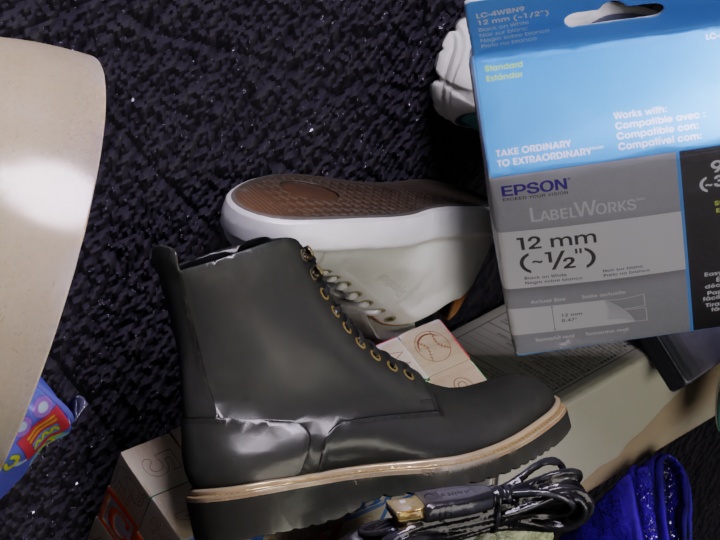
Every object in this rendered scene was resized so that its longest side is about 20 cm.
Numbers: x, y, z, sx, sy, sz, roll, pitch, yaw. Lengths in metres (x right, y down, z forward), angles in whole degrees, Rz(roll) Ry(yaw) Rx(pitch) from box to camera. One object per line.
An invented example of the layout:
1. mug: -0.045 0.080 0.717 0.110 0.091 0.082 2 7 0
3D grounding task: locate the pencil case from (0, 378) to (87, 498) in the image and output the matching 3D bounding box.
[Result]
1. pencil case: -0.209 0.112 1.174 0.200 0.078 0.087 -53 171 -13

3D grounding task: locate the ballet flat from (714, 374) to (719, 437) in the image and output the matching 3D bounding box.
1. ballet flat: 0.243 0.024 1.467 0.069 0.069 0.200 -32 146 -34

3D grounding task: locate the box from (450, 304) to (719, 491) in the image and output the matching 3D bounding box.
1. box: 0.108 0.068 1.515 0.200 0.095 0.078 -25 132 -37

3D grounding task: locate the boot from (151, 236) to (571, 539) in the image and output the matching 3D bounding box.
1. boot: 0.003 0.038 1.272 0.200 0.077 0.138 -13 94 -34

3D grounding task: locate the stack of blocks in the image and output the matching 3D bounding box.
1. stack of blocks: -0.036 0.111 1.363 0.200 0.059 0.115 -21 151 -33

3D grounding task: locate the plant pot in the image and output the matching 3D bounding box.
1. plant pot: -0.196 -0.008 1.044 0.134 0.200 0.200 17 101 -17

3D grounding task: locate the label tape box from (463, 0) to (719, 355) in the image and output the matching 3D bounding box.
1. label tape box: 0.132 -0.051 1.330 0.143 0.066 0.200 -8 140 4

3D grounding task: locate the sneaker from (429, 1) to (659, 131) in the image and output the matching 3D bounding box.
1. sneaker: 0.122 -0.093 1.435 0.200 0.080 0.078 -12 122 -47

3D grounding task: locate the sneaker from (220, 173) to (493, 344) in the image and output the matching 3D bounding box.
1. sneaker: 0.000 0.000 1.354 0.200 0.073 0.085 1 109 -52

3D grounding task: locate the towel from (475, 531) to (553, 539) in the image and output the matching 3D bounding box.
1. towel: 0.026 0.212 1.425 0.200 0.036 0.148 -29 131 -25

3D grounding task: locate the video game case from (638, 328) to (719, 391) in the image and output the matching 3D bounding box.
1. video game case: 0.204 -0.035 1.539 0.200 0.143 0.019 -30 178 -39

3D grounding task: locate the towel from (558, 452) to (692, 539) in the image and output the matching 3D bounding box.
1. towel: 0.121 0.209 1.539 0.050 0.148 0.200 18 137 -21

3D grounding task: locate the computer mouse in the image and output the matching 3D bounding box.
1. computer mouse: 0.024 0.140 1.291 0.110 0.044 0.200 -13 167 -25
